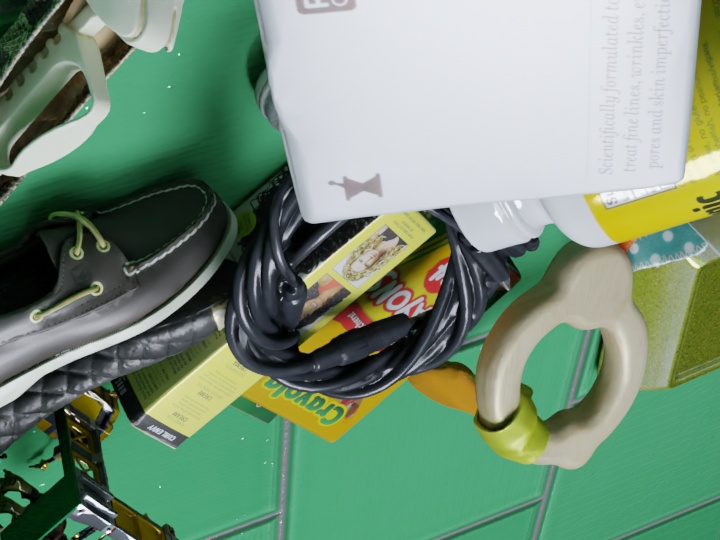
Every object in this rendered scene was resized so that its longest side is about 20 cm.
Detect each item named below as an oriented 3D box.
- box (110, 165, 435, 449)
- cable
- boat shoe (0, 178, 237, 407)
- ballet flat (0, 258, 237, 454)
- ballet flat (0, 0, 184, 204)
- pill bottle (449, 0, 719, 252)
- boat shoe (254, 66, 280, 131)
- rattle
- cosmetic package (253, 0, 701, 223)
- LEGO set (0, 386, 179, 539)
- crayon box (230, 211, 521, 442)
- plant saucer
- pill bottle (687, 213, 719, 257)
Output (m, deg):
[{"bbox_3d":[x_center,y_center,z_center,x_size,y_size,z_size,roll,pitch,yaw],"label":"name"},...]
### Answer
[{"bbox_3d":[-0.058,0.008,0.900,0.200,0.075,0.050,-41,144,8],"label":"box"},{"bbox_3d":[0.000,0.000,0.842,0.163,0.051,0.200,-40,147,16],"label":"cable"},{"bbox_3d":[-0.156,0.007,0.823,0.201,0.072,0.061,-33,134,-13],"label":"boat shoe"},{"bbox_3d":[-0.148,0.047,0.872,0.199,0.067,0.057,-24,124,5],"label":"ballet flat"},{"bbox_3d":[-0.126,-0.102,0.720,0.200,0.075,0.068,-47,141,17],"label":"ballet flat"},{"bbox_3d":[0.139,-0.075,0.753,0.199,0.112,0.111,-17,149,23],"label":"pill bottle"},{"bbox_3d":[0.045,-0.104,0.830,0.200,0.065,0.075,-13,155,-5],"label":"boat shoe"},{"bbox_3d":[0.127,0.018,1.035,0.129,0.143,0.201,16,100,-17],"label":"rattle"},{"bbox_3d":[0.041,-0.152,0.649,0.164,0.201,0.165,-6,143,3],"label":"cosmetic package"},{"bbox_3d":[-0.180,0.167,0.919,0.200,0.154,0.116,-45,126,4],"label":"LEGO set"},{"bbox_3d":[-0.010,0.032,0.981,0.200,0.051,0.127,-42,144,12],"label":"crayon box"},{"bbox_3d":[0.280,0.004,1.160,0.199,0.048,0.201,-20,141,-18],"label":"plant saucer"},{"bbox_3d":[0.268,-0.066,0.812,0.200,0.112,0.112,-44,143,10],"label":"pill bottle"}]
